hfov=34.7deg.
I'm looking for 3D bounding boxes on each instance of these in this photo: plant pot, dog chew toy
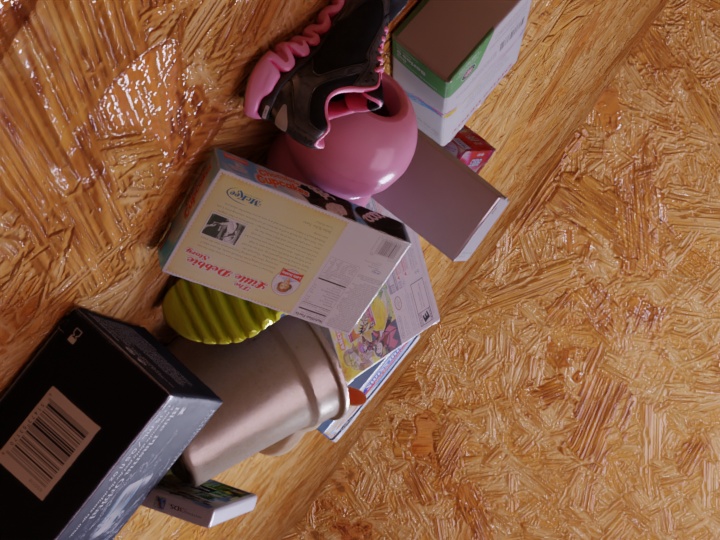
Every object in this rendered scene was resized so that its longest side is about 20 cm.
[{"bbox_3d":[-0.143,0.124,1.230,0.183,0.201,0.201,-33,164,-23],"label":"plant pot"},{"bbox_3d":[-0.032,-0.100,1.082,0.124,0.125,0.200,-40,173,-47],"label":"dog chew toy"}]

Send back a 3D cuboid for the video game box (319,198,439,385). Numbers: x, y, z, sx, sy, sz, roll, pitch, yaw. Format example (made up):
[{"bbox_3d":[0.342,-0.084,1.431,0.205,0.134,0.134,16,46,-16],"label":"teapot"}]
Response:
[{"bbox_3d":[0.000,0.000,1.291,0.046,0.202,0.182,-4,-162,40],"label":"video game box"}]

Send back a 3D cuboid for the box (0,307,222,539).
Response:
[{"bbox_3d":[-0.242,0.153,1.024,0.197,0.117,0.200,-51,171,-2],"label":"box"}]

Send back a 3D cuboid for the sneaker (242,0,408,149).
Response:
[{"bbox_3d":[-0.008,-0.175,0.974,0.200,0.095,0.079,-48,168,-26],"label":"sneaker"}]

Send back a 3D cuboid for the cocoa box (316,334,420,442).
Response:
[{"bbox_3d":[-0.028,0.114,1.586,0.200,0.133,0.131,-50,168,-7],"label":"cocoa box"}]

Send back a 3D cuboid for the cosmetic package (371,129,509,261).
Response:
[{"bbox_3d":[0.050,-0.101,1.188,0.085,0.200,0.108,-52,169,8],"label":"cosmetic package"}]

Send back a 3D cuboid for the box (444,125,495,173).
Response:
[{"bbox_3d":[0.097,-0.150,1.512,0.096,0.099,0.200,-54,170,16],"label":"box"}]

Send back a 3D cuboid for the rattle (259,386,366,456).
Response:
[{"bbox_3d":[-0.110,0.152,1.421,0.199,0.142,0.131,-12,-129,47],"label":"rattle"}]

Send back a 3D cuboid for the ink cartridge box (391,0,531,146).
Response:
[{"bbox_3d":[0.109,-0.244,1.275,0.146,0.087,0.200,-49,168,-9],"label":"ink cartridge box"}]

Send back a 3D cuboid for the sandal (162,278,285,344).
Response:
[{"bbox_3d":[-0.097,0.021,1.139,0.198,0.080,0.087,-12,-176,-5],"label":"sandal"}]

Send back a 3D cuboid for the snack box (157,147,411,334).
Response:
[{"bbox_3d":[-0.067,-0.022,1.031,0.117,0.198,0.037,-55,-149,25],"label":"snack box"}]

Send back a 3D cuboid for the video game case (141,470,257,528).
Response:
[{"bbox_3d":[-0.217,0.229,1.236,0.200,0.180,0.022,43,64,-80],"label":"video game case"}]
